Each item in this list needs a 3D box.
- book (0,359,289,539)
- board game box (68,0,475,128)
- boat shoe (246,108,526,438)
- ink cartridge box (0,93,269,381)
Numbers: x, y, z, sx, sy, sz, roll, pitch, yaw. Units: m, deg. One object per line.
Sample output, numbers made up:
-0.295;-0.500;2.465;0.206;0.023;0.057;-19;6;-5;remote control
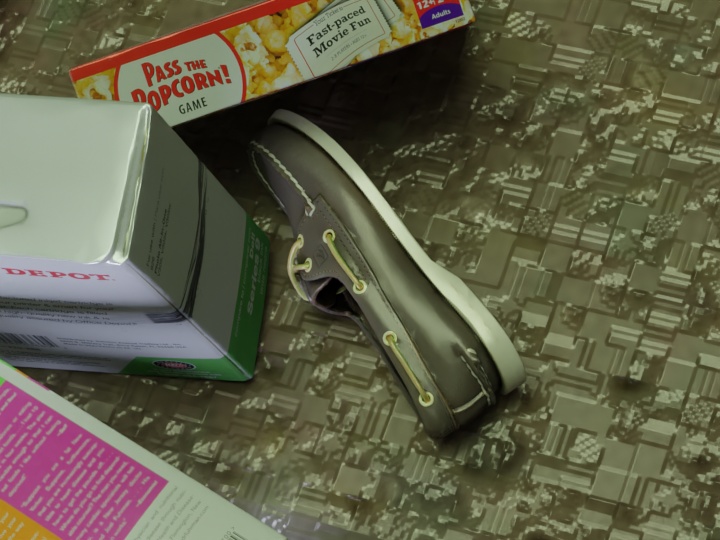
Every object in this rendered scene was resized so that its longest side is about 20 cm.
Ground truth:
-0.142;0.131;1.245;0.200;0.048;0.134;30;76;29;book
-0.042;-0.118;1.415;0.199;0.152;0.047;-19;96;3;board game box
0.000;0.000;1.390;0.059;0.072;0.200;-37;67;-10;boat shoe
-0.142;-0.015;1.350;0.145;0.200;0.085;4;73;16;ink cartridge box
